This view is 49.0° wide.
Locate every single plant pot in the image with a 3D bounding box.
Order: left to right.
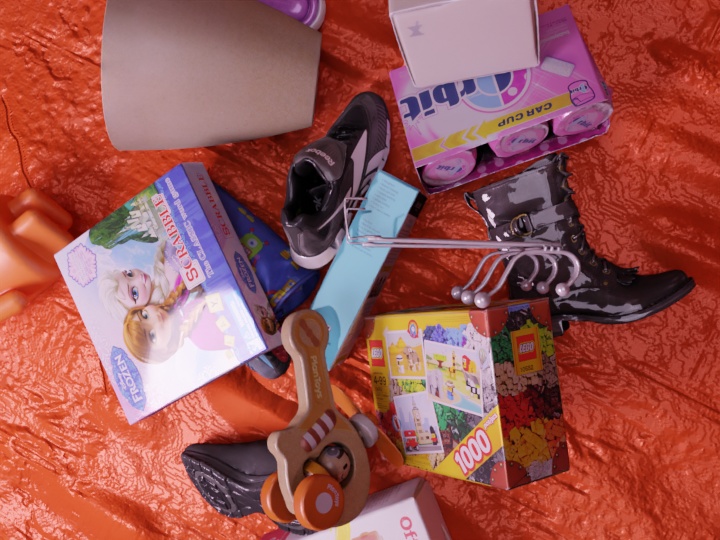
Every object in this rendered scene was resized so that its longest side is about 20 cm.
[{"bbox_3d":[-0.141,-0.207,0.809,0.196,0.187,0.191,6,92,-5],"label":"plant pot"}]

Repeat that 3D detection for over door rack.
[{"bbox_3d":[0.075,-0.009,0.697,0.197,0.148,0.068,13,90,-2],"label":"over door rack"}]

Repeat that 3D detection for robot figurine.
[{"bbox_3d":[-0.413,-0.004,0.878,0.199,0.117,0.145,-34,84,9],"label":"robot figurine"}]

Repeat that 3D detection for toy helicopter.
[{"bbox_3d":[-0.031,0.136,0.746,0.078,0.131,0.204,-14,84,54],"label":"toy helicopter"}]

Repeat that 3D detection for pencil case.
[{"bbox_3d":[-0.138,-0.027,0.843,0.199,0.078,0.087,39,68,9],"label":"pencil case"}]

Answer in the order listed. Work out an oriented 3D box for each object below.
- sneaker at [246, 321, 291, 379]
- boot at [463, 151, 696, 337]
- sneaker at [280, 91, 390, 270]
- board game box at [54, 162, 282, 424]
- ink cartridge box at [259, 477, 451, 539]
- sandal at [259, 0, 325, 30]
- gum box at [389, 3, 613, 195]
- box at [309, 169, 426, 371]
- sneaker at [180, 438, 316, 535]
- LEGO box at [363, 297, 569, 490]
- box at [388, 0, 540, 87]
[{"bbox_3d":[-0.162,0.065,0.861,0.199,0.079,0.096,35,107,17],"label":"sneaker"},{"bbox_3d":[0.213,-0.031,0.781,0.197,0.069,0.177,-14,88,13],"label":"boot"},{"bbox_3d":[-0.025,-0.105,0.792,0.066,0.091,0.202,17,73,22],"label":"sneaker"},{"bbox_3d":[-0.199,0.027,0.807,0.198,0.041,0.202,-30,84,25],"label":"board game box"},{"bbox_3d":[0.000,0.322,0.817,0.198,0.083,0.147,-23,86,10],"label":"ink cartridge box"},{"bbox_3d":[-0.135,-0.305,0.856,0.199,0.050,0.084,10,92,11],"label":"sandal"},{"bbox_3d":[0.139,-0.168,0.778,0.197,0.066,0.115,-19,66,11],"label":"gum box"},{"bbox_3d":[0.000,0.000,0.816,0.049,0.082,0.202,27,95,9],"label":"box"},{"bbox_3d":[-0.105,0.216,0.846,0.197,0.091,0.077,8,128,30],"label":"sneaker"},{"bbox_3d":[0.092,0.109,0.741,0.076,0.199,0.152,-7,88,-31],"label":"LEGO box"},{"bbox_3d":[0.096,-0.294,0.745,0.126,0.109,0.203,-7,65,14],"label":"box"}]
